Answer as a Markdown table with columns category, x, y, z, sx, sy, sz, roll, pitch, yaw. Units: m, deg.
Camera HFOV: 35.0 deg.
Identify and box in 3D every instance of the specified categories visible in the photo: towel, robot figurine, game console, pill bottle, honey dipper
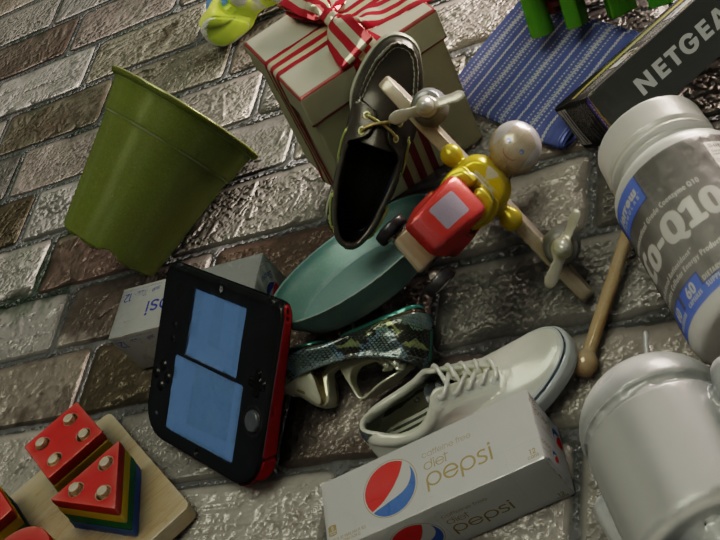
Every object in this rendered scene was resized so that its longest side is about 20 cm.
| category | x | y | z | sx | sy | sz | roll | pitch | yaw |
| --- | --- | --- | --- | --- | --- | --- | --- | --- | --- |
| towel | 0.188 | -0.204 | 1.182 | 0.145 | 0.024 | 0.199 | -50 | 39 | -5 |
| robot figurine | 0.220 | 0.139 | 0.792 | 0.171 | 0.111 | 0.202 | -56 | 33 | 31 |
| game console | -0.141 | 0.097 | 1.108 | 0.198 | 0.031 | 0.181 | 17 | 104 | 46 |
| pill bottle | 0.266 | -0.036 | 0.886 | 0.113 | 0.114 | 0.202 | -31 | 49 | 12 |
| honey dipper | 0.216 | -0.002 | 0.974 | 0.038 | 0.038 | 0.202 | 6 | 62 | 41 |

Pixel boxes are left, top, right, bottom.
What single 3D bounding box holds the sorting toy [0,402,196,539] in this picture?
| category | x | y | z | sx | sy | sz | roll | pitch | yaw |
| --- | --- | --- | --- | --- | --- | --- | --- | --- | --- |
| sorting toy | -0.294 | 0.239 | 1.122 | 0.199 | 0.070 | 0.198 | -40 | 39 | -15 |

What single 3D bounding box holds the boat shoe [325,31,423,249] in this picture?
| category | x | y | z | sx | sy | sz | roll | pitch | yaw |
| --- | --- | --- | --- | --- | --- | --- | --- | --- | --- |
| boat shoe | 0.016 | -0.118 | 1.067 | 0.061 | 0.070 | 0.205 | -99 | 23 | -71 |

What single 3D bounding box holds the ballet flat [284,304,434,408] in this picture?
| category | x | y | z | sx | sy | sz | roll | pitch | yaw |
| --- | --- | --- | --- | --- | --- | --- | --- | --- | --- |
| ballet flat | -0.019 | 0.092 | 1.065 | 0.198 | 0.074 | 0.075 | -21 | 45 | 29 |

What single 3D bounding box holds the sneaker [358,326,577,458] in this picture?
| category | x | y | z | sx | sy | sz | roll | pitch | yaw |
| --- | --- | --- | --- | --- | --- | --- | --- | --- | --- |
| sneaker | 0.087 | 0.105 | 0.950 | 0.199 | 0.071 | 0.074 | -36 | 42 | 15 |

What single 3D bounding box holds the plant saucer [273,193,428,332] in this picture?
| category | x | y | z | sx | sy | sz | roll | pitch | yaw |
| --- | --- | --- | --- | --- | --- | --- | --- | --- | --- |
| plant saucer | 0.000 | 0.000 | 1.103 | 0.198 | 0.036 | 0.201 | -32 | 18 | 11 |

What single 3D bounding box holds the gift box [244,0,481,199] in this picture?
| category | x | y | z | sx | sy | sz | roll | pitch | yaw |
| --- | --- | --- | --- | --- | --- | --- | --- | --- | --- |
| gift box | 0.007 | -0.207 | 1.183 | 0.199 | 0.188 | 0.184 | -38 | 40 | -9 |

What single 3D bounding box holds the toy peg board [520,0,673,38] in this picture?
| category | x | y | z | sx | sy | sz | roll | pitch | yaw |
| --- | --- | --- | --- | --- | --- | --- | --- | --- | --- |
| toy peg board | 0.251 | -0.322 | 1.168 | 0.197 | 0.099 | 0.199 | -7 | 24 | 35 |

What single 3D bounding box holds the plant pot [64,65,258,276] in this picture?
| category | x | y | z | sx | sy | sz | roll | pitch | yaw |
| --- | --- | --- | --- | --- | --- | --- | --- | --- | --- |
| plant pot | -0.249 | -0.103 | 1.339 | 0.199 | 0.199 | 0.192 | 28 | 88 | 48 |

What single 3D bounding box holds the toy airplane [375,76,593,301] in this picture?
| category | x | y | z | sx | sy | sz | roll | pitch | yaw |
| --- | --- | --- | --- | --- | --- | --- | --- | --- | --- |
| toy airplane | 0.111 | -0.074 | 0.993 | 0.141 | 0.197 | 0.201 | -49 | 37 | 34 |

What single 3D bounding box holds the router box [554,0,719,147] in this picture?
| category | x | y | z | sx | sy | sz | roll | pitch | yaw |
| --- | --- | --- | --- | --- | --- | --- | --- | --- | --- |
| router box | 0.274 | -0.195 | 1.015 | 0.199 | 0.052 | 0.157 | -42 | 3 | 3 |

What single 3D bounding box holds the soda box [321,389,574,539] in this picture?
| category | x | y | z | sx | sy | sz | roll | pitch | yaw |
| --- | --- | --- | --- | --- | --- | --- | --- | --- | --- |
| soda box | 0.067 | 0.176 | 0.921 | 0.198 | 0.064 | 0.069 | -28 | 43 | 18 |

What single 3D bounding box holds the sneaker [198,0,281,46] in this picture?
| category | x | y | z | sx | sy | sz | roll | pitch | yaw |
| --- | --- | --- | --- | --- | --- | --- | --- | --- | --- |
| sneaker | -0.144 | -0.398 | 1.566 | 0.198 | 0.076 | 0.106 | -32 | 41 | 14 |

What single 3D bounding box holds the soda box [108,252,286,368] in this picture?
| category | x | y | z | sx | sy | sz | roll | pitch | yaw |
| --- | --- | --- | --- | --- | --- | --- | --- | --- | --- |
| soda box | -0.171 | 0.046 | 1.221 | 0.197 | 0.064 | 0.069 | -14 | 47 | 29 |
